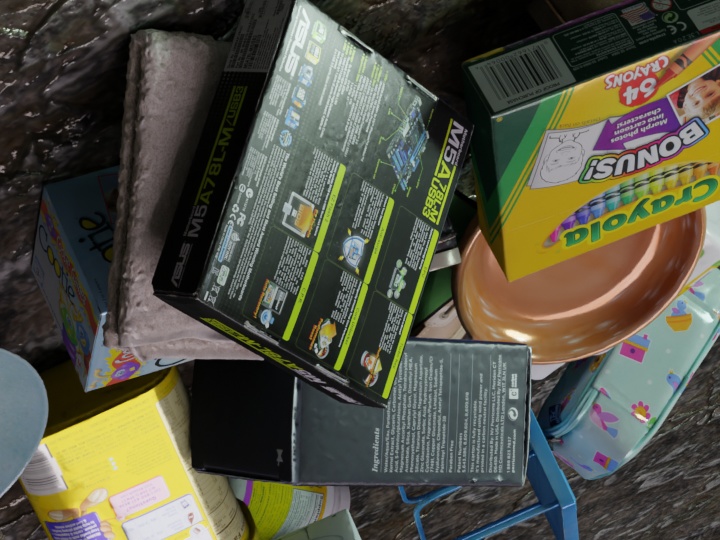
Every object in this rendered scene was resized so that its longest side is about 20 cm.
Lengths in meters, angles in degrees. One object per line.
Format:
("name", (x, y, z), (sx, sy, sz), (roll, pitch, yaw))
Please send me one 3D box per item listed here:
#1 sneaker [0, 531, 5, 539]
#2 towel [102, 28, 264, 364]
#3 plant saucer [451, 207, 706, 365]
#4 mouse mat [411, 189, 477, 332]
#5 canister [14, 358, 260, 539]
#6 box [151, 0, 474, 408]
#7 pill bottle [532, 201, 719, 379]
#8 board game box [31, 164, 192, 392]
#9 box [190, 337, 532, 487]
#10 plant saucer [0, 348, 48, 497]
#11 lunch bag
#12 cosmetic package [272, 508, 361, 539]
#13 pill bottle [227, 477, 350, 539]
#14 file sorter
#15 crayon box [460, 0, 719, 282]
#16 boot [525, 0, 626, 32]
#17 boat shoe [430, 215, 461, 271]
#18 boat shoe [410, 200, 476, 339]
("sneaker", (-0.336, 0.213, 1.653), (0.199, 0.090, 0.075), (-11, 139, -33))
("towel", (-0.092, -0.044, 1.438), (0.132, 0.201, 0.034), (1, -175, -44))
("plant saucer", (0.156, -0.017, 1.729), (0.199, 0.038, 0.201), (-13, 133, -15))
("mouse mat", (0.000, 0.000, 1.728), (0.200, 0.008, 0.161), (-39, 131, 23))
("canister", (-0.170, 0.158, 1.735), (0.148, 0.087, 0.201), (-23, 125, -4))
("box", (-0.025, -0.041, 1.449), (0.047, 0.201, 0.193), (6, 163, 39))
("pill bottle", (0.191, -0.004, 1.855), (0.200, 0.111, 0.111), (-40, 152, 25))
("board game box", (-0.102, -0.013, 1.552), (0.199, 0.105, 0.103), (-16, 153, -22))
("box", (0.000, 0.098, 1.678), (0.199, 0.105, 0.148), (4, 178, -34))
("plant saucer", (-0.307, 0.112, 1.579), (0.200, 0.039, 0.201), (-24, 144, -19))
("lunch bag", (0.221, 0.079, 1.966), (0.200, 0.077, 0.160), (-55, -175, -13))
("cosmetic package", (-0.088, 0.257, 1.821), (0.199, 0.052, 0.151), (-23, -175, -2))
("pill bottle", (-0.090, 0.180, 1.932), (0.104, 0.105, 0.200), (-37, 154, 20))
("file sorter", (0.085, 0.151, 1.941), (0.122, 0.201, 0.139), (-23, 155, -3))
("crayon box", (0.173, -0.096, 1.574), (0.199, 0.058, 0.173), (-21, 141, -8))
("boot", (0.189, -0.154, 1.624), (0.075, 0.074, 0.200), (-40, 150, 11))
("boat shoe", (-0.031, -0.017, 1.673), (0.199, 0.063, 0.073), (-9, -177, 3))
("boat shoe", (0.064, 0.003, 1.799), (0.200, 0.072, 0.065), (-41, 141, 25))
